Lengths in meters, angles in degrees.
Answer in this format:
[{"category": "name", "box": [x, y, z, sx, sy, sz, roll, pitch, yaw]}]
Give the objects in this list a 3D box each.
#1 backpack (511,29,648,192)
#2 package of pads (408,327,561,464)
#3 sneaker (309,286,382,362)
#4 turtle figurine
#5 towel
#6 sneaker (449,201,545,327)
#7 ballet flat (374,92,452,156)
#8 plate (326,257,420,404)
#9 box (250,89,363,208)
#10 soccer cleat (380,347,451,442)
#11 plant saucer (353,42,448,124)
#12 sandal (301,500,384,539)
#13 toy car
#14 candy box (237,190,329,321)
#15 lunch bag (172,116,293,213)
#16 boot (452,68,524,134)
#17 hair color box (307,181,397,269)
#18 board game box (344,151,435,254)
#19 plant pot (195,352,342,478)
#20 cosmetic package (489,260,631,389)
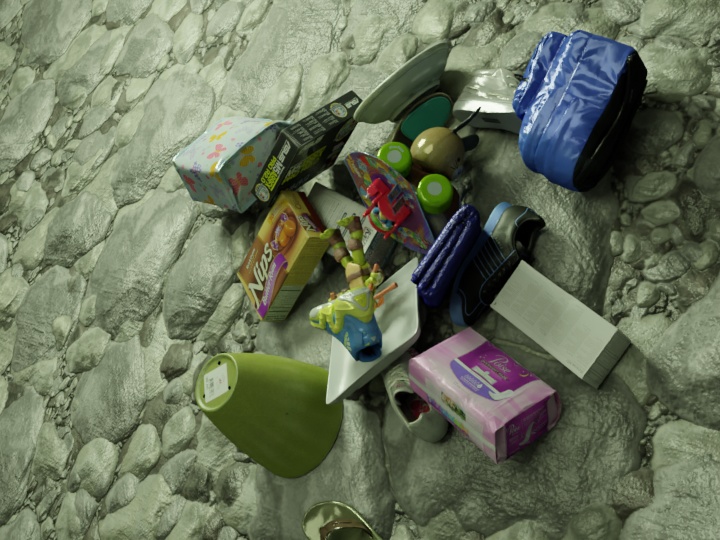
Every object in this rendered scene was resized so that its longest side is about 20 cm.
[{"category": "backpack", "box": [0.302, -0.222, 1.510, 0.166, 0.162, 0.203, 25, 96, 28]}, {"category": "package of pads", "box": [0.169, 0.166, 1.462, 0.119, 0.077, 0.199, -27, 39, -23]}, {"category": "sneaker", "box": [-0.020, 0.093, 1.579, 0.200, 0.075, 0.107, 141, 110, -73]}, {"category": "turtle figurine", "box": [0.000, 0.000, 1.663, 0.200, 0.064, 0.164, -37, 68, 58]}, {"category": "towel", "box": [0.126, -0.021, 1.554, 0.049, 0.200, 0.149, 29, 88, 9]}, {"category": "sneaker", "box": [0.201, -0.004, 1.557, 0.077, 0.070, 0.203, 21, 84, 45]}, {"category": "ballet flat", "box": [0.077, -0.225, 1.797, 0.200, 0.069, 0.070, -49, 45, 12]}, {"category": "plate", "box": [0.028, 0.098, 1.642, 0.199, 0.032, 0.201, -41, 23, 26]}, {"category": "box", "box": [-0.087, -0.208, 1.813, 0.044, 0.199, 0.161, 44, 135, 8]}, {"category": "soccer cleat", "box": [0.068, 0.167, 1.573, 0.070, 0.086, 0.201, -45, 45, 13]}, {"category": "plant saucer", "box": [0.079, -0.300, 1.779, 0.199, 0.200, 0.050, -39, 88, 20]}, {"category": "sandal", "box": [-0.017, 0.394, 1.549, 0.200, 0.057, 0.081, 23, 84, 46]}, {"category": "toy car", "box": [0.128, -0.160, 1.651, 0.157, 0.165, 0.200, 39, 72, 17]}, {"category": "candy box", "box": [-0.134, -0.023, 1.820, 0.201, 0.056, 0.117, -57, 50, 33]}, {"category": "lunch bag", "box": [-0.225, -0.214, 2.012, 0.168, 0.128, 0.200, 14, 52, 45]}, {"category": "boot", "box": [0.239, -0.273, 1.666, 0.198, 0.073, 0.097, 16, 74, 40]}, {"category": "hair color box", "box": [-0.026, -0.069, 1.801, 0.199, 0.060, 0.101, 30, 92, 46]}, {"category": "board game box", "box": [0.034, -0.090, 1.611, 0.039, 0.201, 0.157, -44, 44, -19]}, {"category": "plant pot", "box": [-0.160, 0.210, 1.674, 0.185, 0.199, 0.190, -20, 56, 33]}, {"category": "cosmetic package", "box": [0.273, 0.072, 1.465, 0.083, 0.050, 0.200, -52, 44, 4]}]
